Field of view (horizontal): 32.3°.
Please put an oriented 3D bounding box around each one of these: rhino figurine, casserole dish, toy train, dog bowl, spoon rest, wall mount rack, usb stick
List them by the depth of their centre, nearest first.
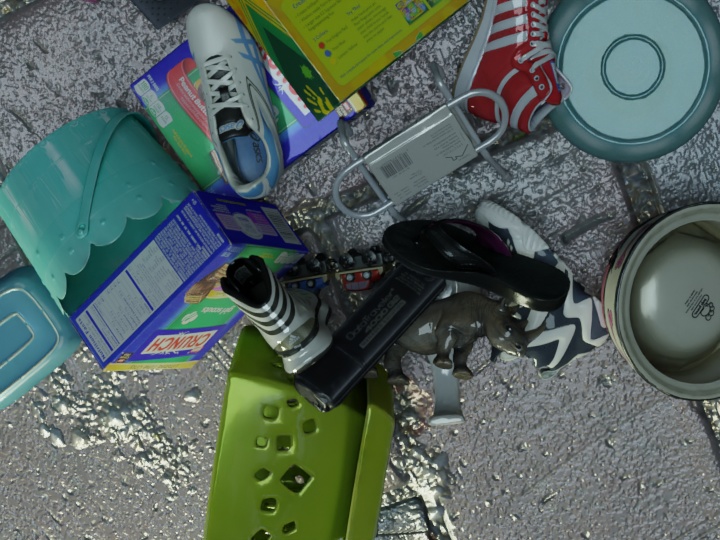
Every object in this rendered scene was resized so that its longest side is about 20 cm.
[{"bbox_3d":[0.011,0.060,1.246,0.055,0.033,0.200,33,62,21],"label":"usb stick"},{"bbox_3d":[0.071,-0.111,1.278,0.199,0.075,0.174,-30,120,13],"label":"wall mount rack"},{"bbox_3d":[0.336,0.028,1.279,0.197,0.074,0.203,-2,97,-16],"label":"dog bowl"},{"bbox_3d":[0.095,0.064,1.283,0.198,0.060,0.089,-8,62,22],"label":"rhino figurine"},{"bbox_3d":[0.000,0.000,1.344,0.198,0.034,0.046,-8,101,22],"label":"toy train"},{"bbox_3d":[0.086,0.065,1.361,0.098,0.061,0.203,-4,88,7],"label":"spoon rest"},{"bbox_3d":[-0.411,0.084,1.428,0.199,0.039,0.122,-37,95,13],"label":"casserole dish"}]

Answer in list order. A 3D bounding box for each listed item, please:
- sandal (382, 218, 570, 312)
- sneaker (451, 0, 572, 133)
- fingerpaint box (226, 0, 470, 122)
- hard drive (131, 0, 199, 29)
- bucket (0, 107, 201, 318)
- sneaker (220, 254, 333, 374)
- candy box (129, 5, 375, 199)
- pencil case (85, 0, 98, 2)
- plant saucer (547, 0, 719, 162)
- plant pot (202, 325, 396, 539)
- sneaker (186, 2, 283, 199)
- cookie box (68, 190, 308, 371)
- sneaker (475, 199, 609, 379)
[{"bbox_3d":[0.119,-0.020,1.257,0.198,0.076,0.048,19,131,14],"label":"sandal"},{"bbox_3d":[0.175,-0.239,1.255,0.112,0.071,0.202,29,113,24],"label":"sneaker"},{"bbox_3d":[-0.013,-0.277,1.237,0.200,0.073,0.167,-41,97,-23],"label":"fingerpaint box"},{"bbox_3d":[-0.172,-0.357,1.267,0.199,0.042,0.135,-39,132,5],"label":"hard drive"},{"bbox_3d":[-0.268,-0.062,1.294,0.207,0.207,0.135,-41,80,13],"label":"bucket"},{"bbox_3d":[-0.088,0.023,1.261,0.075,0.201,0.116,-36,105,-2],"label":"sneaker"},{"bbox_3d":[-0.112,-0.186,1.314,0.199,0.077,0.170,-35,95,11],"label":"candy box"},{"bbox_3d":[-0.264,-0.382,1.291,0.087,0.087,0.201,31,103,0],"label":"pencil case"},{"bbox_3d":[0.281,-0.211,1.287,0.197,0.027,0.203,2,102,7],"label":"plant saucer"},{"bbox_3d":[-0.061,0.187,1.331,0.179,0.199,0.203,8,102,-2],"label":"plant pot"},{"bbox_3d":[-0.126,-0.170,1.244,0.071,0.073,0.202,-16,99,11],"label":"sneaker"},{"bbox_3d":[-0.177,0.015,1.307,0.200,0.171,0.076,-43,71,18],"label":"cookie box"},{"bbox_3d":[0.165,0.032,1.324,0.130,0.080,0.199,-44,104,5],"label":"sneaker"}]
